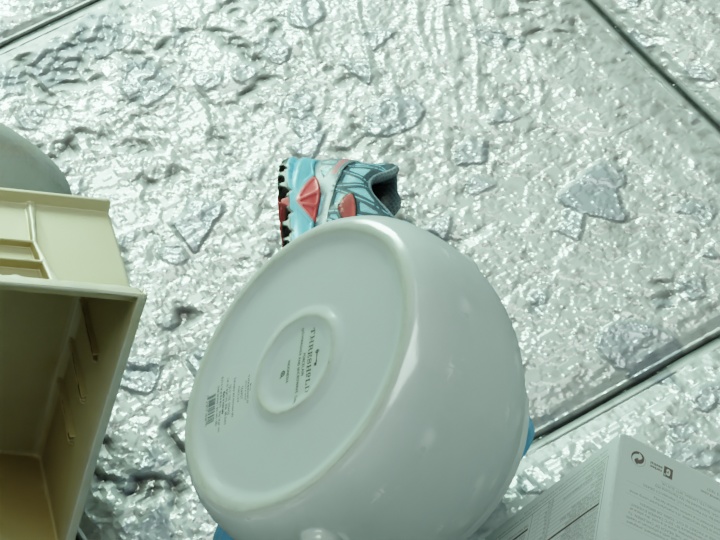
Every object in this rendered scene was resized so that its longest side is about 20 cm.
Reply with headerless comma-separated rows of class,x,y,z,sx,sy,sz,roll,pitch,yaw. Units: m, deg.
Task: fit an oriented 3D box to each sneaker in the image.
sneaker,0.000,0.000,1.465,0.095,0.079,0.200,-6,49,-1

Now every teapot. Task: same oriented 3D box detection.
teapot,0.016,0.081,1.226,0.200,0.146,0.197,-57,34,-1

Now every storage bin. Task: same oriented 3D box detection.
storage bin,-0.243,0.056,1.323,0.198,0.200,0.094,5,36,-21

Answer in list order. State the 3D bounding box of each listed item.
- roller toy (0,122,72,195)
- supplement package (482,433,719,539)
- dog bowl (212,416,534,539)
roller toy,-0.280,-0.022,1.439,0.199,0.182,0.140,23,73,-6
supplement package,0.136,0.221,1.175,0.151,0.151,0.200,27,50,-16
dog bowl,0.013,0.120,1.345,0.200,0.112,0.050,-31,66,-18
